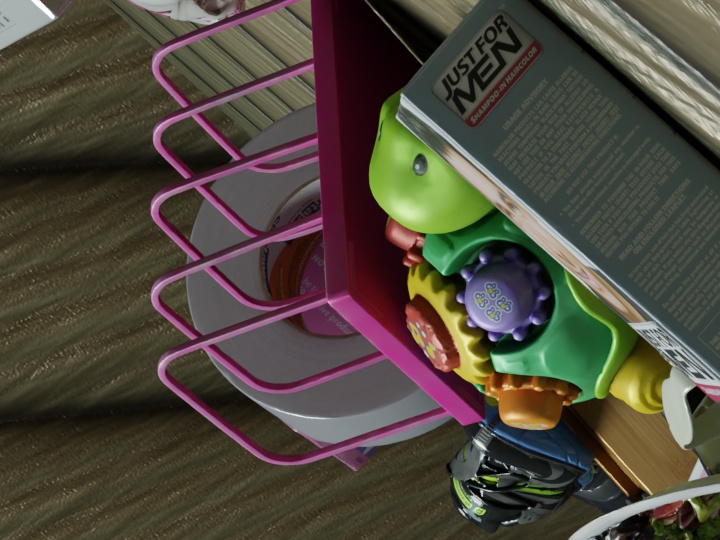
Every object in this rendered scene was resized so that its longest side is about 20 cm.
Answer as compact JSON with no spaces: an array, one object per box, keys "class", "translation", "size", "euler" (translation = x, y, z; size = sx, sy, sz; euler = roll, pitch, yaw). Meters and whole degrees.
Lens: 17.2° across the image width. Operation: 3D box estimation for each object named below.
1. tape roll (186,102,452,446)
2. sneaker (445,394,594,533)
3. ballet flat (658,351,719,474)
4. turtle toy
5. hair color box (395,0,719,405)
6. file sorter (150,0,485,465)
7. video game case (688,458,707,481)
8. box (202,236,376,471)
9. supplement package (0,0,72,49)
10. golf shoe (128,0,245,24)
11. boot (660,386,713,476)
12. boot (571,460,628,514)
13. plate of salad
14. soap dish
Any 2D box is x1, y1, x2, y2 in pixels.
[{"class":"tape roll","translation":[0.000,0.000,1.410],"size":[0.200,0.200,0.066],"euler":[40,178,28]},{"class":"sneaker","translation":[0.091,0.118,1.413],"size":[0.071,0.083,0.200],"euler":[47,177,18]},{"class":"ballet flat","translation":[0.170,0.053,1.062],"size":[0.068,0.075,0.200],"euler":[43,180,30]},{"class":"turtle toy","translation":[0.064,-0.010,1.079],"size":[0.146,0.101,0.201],"euler":[44,159,48]},{"class":"hair color box","translation":[0.106,-0.019,0.917],"size":[0.200,0.061,0.099],"euler":[42,178,1]},{"class":"file sorter","translation":[-0.029,-0.022,1.212],"size":[0.139,0.125,0.201],"euler":[44,-145,-48]},{"class":"video game case","translation":[0.235,0.188,1.256],"size":[0.018,0.144,0.200],"euler":[-7,-142,-40]},{"class":"box","translation":[0.011,0.015,1.548],"size":[0.097,0.200,0.176],"euler":[40,177,17]},{"class":"supplement package","translation":[-0.196,-0.205,1.291],"size":[0.120,0.121,0.200],"euler":[42,164,-15]},{"class":"golf shoe","translation":[-0.097,-0.179,1.356],"size":[0.092,0.073,0.200],"euler":[35,-170,-13]},{"class":"boot","translation":[0.166,0.045,1.246],"size":[0.200,0.069,0.174],"euler":[52,178,-6]},{"class":"boot","translation":[0.200,0.163,1.632],"size":[0.200,0.066,0.165],"euler":[35,-179,-28]},{"class":"plate of salad","translation":[0.195,0.136,1.121],"size":[0.200,0.199,0.048],"euler":[44,-141,-61]},{"class":"soap dish","translation":[0.162,0.076,1.436],"size":[0.157,0.081,0.200],"euler":[48,177,7]}]
